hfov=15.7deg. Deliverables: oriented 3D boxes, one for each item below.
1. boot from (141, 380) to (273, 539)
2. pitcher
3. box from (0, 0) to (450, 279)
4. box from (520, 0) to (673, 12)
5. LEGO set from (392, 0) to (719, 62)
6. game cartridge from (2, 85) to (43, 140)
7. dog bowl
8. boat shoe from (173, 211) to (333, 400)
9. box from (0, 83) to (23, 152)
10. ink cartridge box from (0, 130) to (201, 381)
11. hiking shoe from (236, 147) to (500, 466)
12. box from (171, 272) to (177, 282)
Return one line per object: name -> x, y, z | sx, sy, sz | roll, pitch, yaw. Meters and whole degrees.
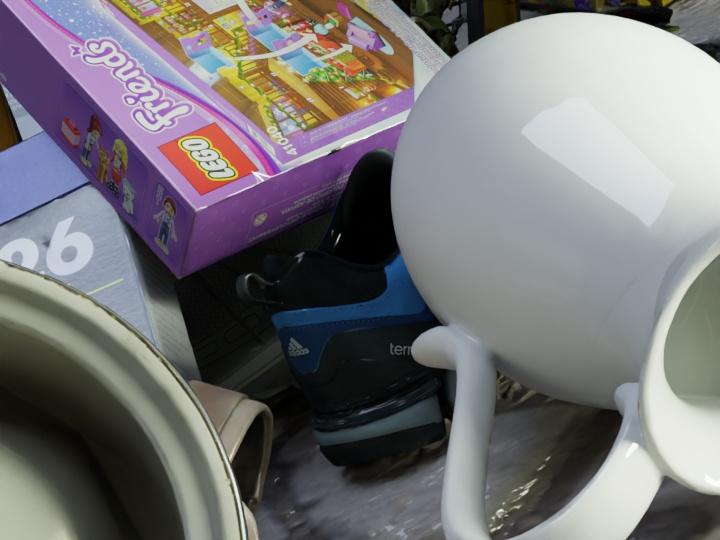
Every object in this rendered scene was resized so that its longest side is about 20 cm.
boot -> -0.100, 0.115, 0.807 | 0.146, 0.070, 0.200 | 0, 62, 6
pitcher -> 0.069, 0.007, 0.811 | 0.172, 0.121, 0.200 | -38, 30, -6
box -> -0.071, -0.096, 0.987 | 0.137, 0.200, 0.039 | -24, -31, -34
box -> 0.152, -0.230, 1.331 | 0.193, 0.122, 0.200 | -32, 17, -14
LEGO set -> 0.041, -0.101, 1.109 | 0.200, 0.116, 0.154 | -9, -12, 36
game cartridge -> -0.116, -0.100, 1.229 | 0.200, 0.040, 0.133 | -18, 60, 10
dog bowl -> -0.131, 0.097, 0.744 | 0.200, 0.200, 0.074 | -33, -19, -15
boat shoe -> 0.000, -0.001, 1.032 | 0.202, 0.065, 0.074 | -41, 39, -19
box -> -0.236, -0.014, 1.118 | 0.200, 0.042, 0.119 | -15, -21, -5
ink cartridge box -> -0.160, 0.046, 0.958 | 0.197, 0.047, 0.200 | -25, 60, 10
hiking shoe -> 0.039, -0.015, 0.948 | 0.074, 0.087, 0.200 | -13, 23, 40
box -> -0.150, 0.036, 1.159 | 0.200, 0.048, 0.158 | -37, 20, -28
